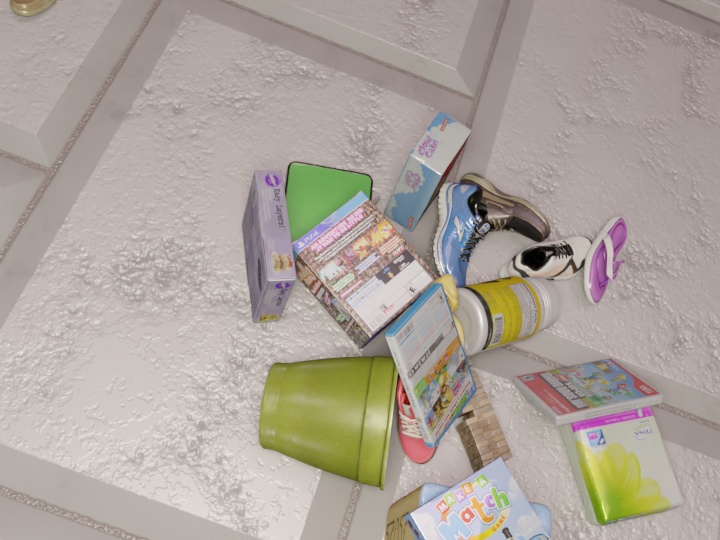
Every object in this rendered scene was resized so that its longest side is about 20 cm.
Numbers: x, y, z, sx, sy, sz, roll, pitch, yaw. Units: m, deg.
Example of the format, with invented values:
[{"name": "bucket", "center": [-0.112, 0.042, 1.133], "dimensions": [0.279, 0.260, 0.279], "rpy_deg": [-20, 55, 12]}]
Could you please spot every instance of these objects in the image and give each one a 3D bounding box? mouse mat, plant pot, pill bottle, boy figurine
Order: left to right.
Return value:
[{"name": "mouse mat", "center": [-0.061, -0.100, 1.379], "dimensions": [0.160, 0.008, 0.201], "rpy_deg": [9, 65, -9]}, {"name": "plant pot", "center": [-0.047, 0.215, 1.158], "dimensions": [0.192, 0.201, 0.201], "rpy_deg": [6, 63, 4]}, {"name": "boy figurine", "center": [0.113, 0.102, 1.233], "dimensions": [0.124, 0.200, 0.064], "rpy_deg": [29, 23, 15]}, {"name": "pill bottle", "center": [0.235, 0.071, 1.301], "dimensions": [0.200, 0.114, 0.115], "rpy_deg": [-10, 66, -36]}]

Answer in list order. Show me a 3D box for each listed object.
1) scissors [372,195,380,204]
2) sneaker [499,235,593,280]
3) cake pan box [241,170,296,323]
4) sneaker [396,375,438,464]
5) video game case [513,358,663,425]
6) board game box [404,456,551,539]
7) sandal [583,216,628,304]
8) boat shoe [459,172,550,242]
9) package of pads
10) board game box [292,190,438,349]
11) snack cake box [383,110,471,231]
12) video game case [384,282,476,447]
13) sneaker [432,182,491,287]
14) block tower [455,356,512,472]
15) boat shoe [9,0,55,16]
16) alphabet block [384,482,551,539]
[{"name": "scissors", "center": [-0.034, -0.077, 1.383], "dimensions": [0.073, 0.014, 0.200], "rpy_deg": [28, 64, 3]}, {"name": "sneaker", "center": [0.353, -0.020, 1.410], "dimensions": [0.200, 0.080, 0.074], "rpy_deg": [-21, 69, -23]}, {"name": "cake pan box", "center": [-0.152, -0.038, 1.244], "dimensions": [0.052, 0.184, 0.201], "rpy_deg": [-2, 65, -18]}, {"name": "sneaker", "center": [0.079, 0.213, 1.192], "dimensions": [0.074, 0.201, 0.087], "rpy_deg": [5, 15, 23]}, {"name": "video game case", "center": [0.378, 0.200, 1.292], "dimensions": [0.199, 0.143, 0.018], "rpy_deg": [-8, 111, -16]}, {"name": "board game box", "center": [0.171, 0.365, 0.984], "dimensions": [0.151, 0.037, 0.200], "rpy_deg": [-25, 72, -22]}, {"name": "sandal", "center": [0.465, -0.027, 1.436], "dimensions": [0.082, 0.050, 0.203], "rpy_deg": [48, 56, -30]}, {"name": "boat shoe", "center": [0.253, -0.102, 1.422], "dimensions": [0.200, 0.075, 0.073], "rpy_deg": [33, 66, 25]}, {"name": "package of pads", "center": [0.428, 0.307, 1.278], "dimensions": [0.154, 0.068, 0.201], "rpy_deg": [-6, 67, -14]}, {"name": "board game box", "center": [0.000, 0.000, 1.292], "dimensions": [0.159, 0.097, 0.200], "rpy_deg": [-38, 83, -20]}, {"name": "snack cake box", "center": [0.115, -0.169, 1.356], "dimensions": [0.067, 0.200, 0.115], "rpy_deg": [34, 62, 5]}, {"name": "video game case", "center": [0.109, 0.140, 1.149], "dimensions": [0.143, 0.018, 0.201], "rpy_deg": [-42, 121, -42]}, {"name": "sneaker", "center": [0.182, -0.062, 1.362], "dimensions": [0.089, 0.078, 0.201], "rpy_deg": [-2, 77, 29]}, {"name": "block tower", "center": [0.182, 0.233, 1.263], "dimensions": [0.054, 0.058, 0.201], "rpy_deg": [-15, 70, -19]}, {"name": "boat shoe", "center": [-0.594, -0.563, 1.458], "dimensions": [0.072, 0.065, 0.200], "rpy_deg": [29, 62, 2]}, {"name": "alphabet block", "center": [0.140, 0.425, 1.082], "dimensions": [0.195, 0.200, 0.197], "rpy_deg": [14, 63, -7]}]
